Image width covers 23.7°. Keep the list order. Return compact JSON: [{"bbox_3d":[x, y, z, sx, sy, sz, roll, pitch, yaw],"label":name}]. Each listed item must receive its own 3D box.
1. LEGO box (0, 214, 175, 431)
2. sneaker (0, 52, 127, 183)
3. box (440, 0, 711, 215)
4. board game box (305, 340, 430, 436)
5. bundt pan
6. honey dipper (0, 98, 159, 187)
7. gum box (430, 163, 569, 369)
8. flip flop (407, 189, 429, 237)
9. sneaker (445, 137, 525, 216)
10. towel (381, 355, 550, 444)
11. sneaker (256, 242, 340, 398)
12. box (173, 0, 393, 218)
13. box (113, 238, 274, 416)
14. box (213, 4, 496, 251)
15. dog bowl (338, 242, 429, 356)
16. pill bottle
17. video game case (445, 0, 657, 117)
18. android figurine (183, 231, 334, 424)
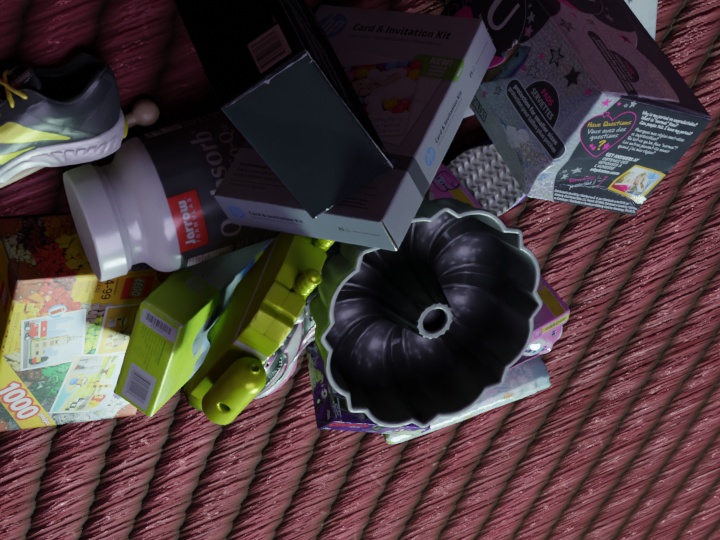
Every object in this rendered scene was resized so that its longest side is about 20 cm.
[{"bbox_3d":[-0.257,0.045,1.515,0.148,0.077,0.200,-5,138,-27],"label":"LEGO box"},{"bbox_3d":[-0.277,-0.118,1.322,0.199,0.075,0.085,-20,138,-25],"label":"sneaker"},{"bbox_3d":[0.165,-0.160,1.395,0.132,0.200,0.115,8,130,-38],"label":"box"},{"bbox_3d":[0.000,0.051,1.588,0.120,0.201,0.032,10,153,-43],"label":"board game box"},{"bbox_3d":[0.045,0.025,1.415,0.201,0.076,0.203,-13,121,-22],"label":"bundt pan"},{"bbox_3d":[-0.256,-0.092,1.391,0.200,0.038,0.038,-27,144,-8],"label":"honey dipper"},{"bbox_3d":[0.086,0.010,1.560,0.113,0.200,0.066,-26,157,-34],"label":"gum box"},{"bbox_3d":[0.023,-0.106,1.458,0.081,0.201,0.058,2,-179,13],"label":"flip flop"},{"bbox_3d":[0.165,-0.113,1.600,0.200,0.070,0.099,-36,173,34],"label":"sneaker"},{"bbox_3d":[0.080,0.097,1.706,0.171,0.200,0.048,-23,113,-6],"label":"towel"},{"bbox_3d":[-0.074,0.051,1.498,0.086,0.080,0.200,-39,159,-56],"label":"sneaker"},{"bbox_3d":[-0.066,-0.158,1.274,0.079,0.200,0.141,-34,136,9],"label":"box"},{"bbox_3d":[-0.133,0.026,1.505,0.200,0.048,0.122,-46,165,-47],"label":"box"},{"bbox_3d":[-0.003,-0.116,1.335,0.200,0.155,0.041,-62,145,-26],"label":"box"},{"bbox_3d":[0.000,0.000,1.522,0.049,0.200,0.111,-27,178,-34],"label":"dog bowl"},{"bbox_3d":[-0.136,-0.066,1.420,0.199,0.116,0.116,-20,143,-15],"label":"pill bottle"},{"bbox_3d":[0.169,-0.230,1.499,0.199,0.022,0.183,-21,144,-10],"label":"video game case"},{"bbox_3d":[-0.077,0.033,1.371,0.041,0.182,0.200,31,136,-12],"label":"android figurine"}]
